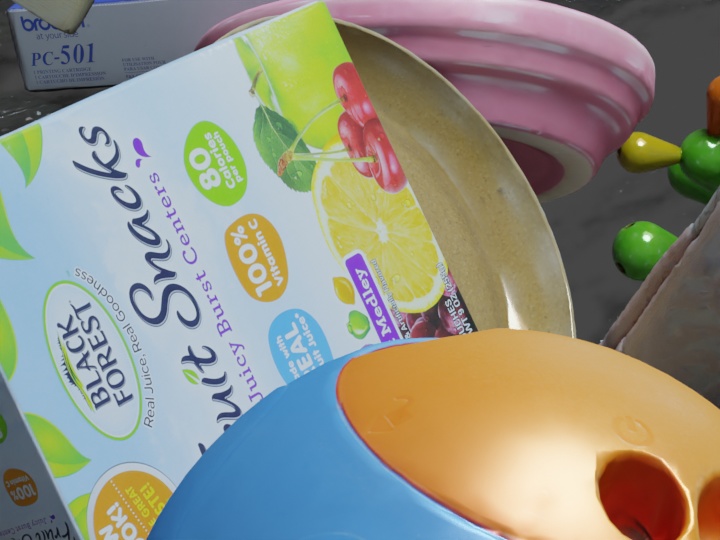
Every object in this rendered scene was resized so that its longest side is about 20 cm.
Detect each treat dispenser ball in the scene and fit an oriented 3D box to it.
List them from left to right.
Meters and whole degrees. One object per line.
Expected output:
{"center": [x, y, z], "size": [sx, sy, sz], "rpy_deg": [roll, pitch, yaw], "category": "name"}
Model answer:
{"center": [0.033, 0.115, 0.640], "size": [0.201, 0.201, 0.201], "rpy_deg": [13, 28, -7], "category": "treat dispenser ball"}

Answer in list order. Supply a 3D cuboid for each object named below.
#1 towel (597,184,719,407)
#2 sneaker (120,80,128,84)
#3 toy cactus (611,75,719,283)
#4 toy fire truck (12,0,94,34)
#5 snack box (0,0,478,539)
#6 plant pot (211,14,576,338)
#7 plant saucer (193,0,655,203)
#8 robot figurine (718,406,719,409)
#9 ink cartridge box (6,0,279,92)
{"center": [0.203, 0.024, 0.930], "size": [0.200, 0.191, 0.032], "rpy_deg": [11, 56, -10], "category": "towel"}
{"center": [-0.065, -0.010, 0.911], "size": [0.075, 0.116, 0.200], "rpy_deg": [-1, 32, -29], "category": "sneaker"}
{"center": [0.210, -0.013, 1.106], "size": [0.200, 0.102, 0.165], "rpy_deg": [-4, 43, -49], "category": "toy cactus"}
{"center": [-0.206, -0.133, 0.998], "size": [0.129, 0.176, 0.200], "rpy_deg": [-2, 33, -33], "category": "toy fire truck"}
{"center": [-0.055, 0.010, 0.769], "size": [0.200, 0.053, 0.142], "rpy_deg": [-30, 95, -48], "category": "snack box"}
{"center": [0.000, 0.000, 0.896], "size": [0.200, 0.027, 0.200], "rpy_deg": [23, 52, -34], "category": "plant pot"}
{"center": [0.026, -0.066, 1.041], "size": [0.200, 0.051, 0.201], "rpy_deg": [2, -13, 0], "category": "plant saucer"}
{"center": [0.197, 0.101, 0.835], "size": [0.150, 0.125, 0.200], "rpy_deg": [-6, 32, -10], "category": "robot figurine"}
{"center": [-0.053, -0.124, 1.119], "size": [0.200, 0.044, 0.094], "rpy_deg": [-2, 24, 20], "category": "ink cartridge box"}
